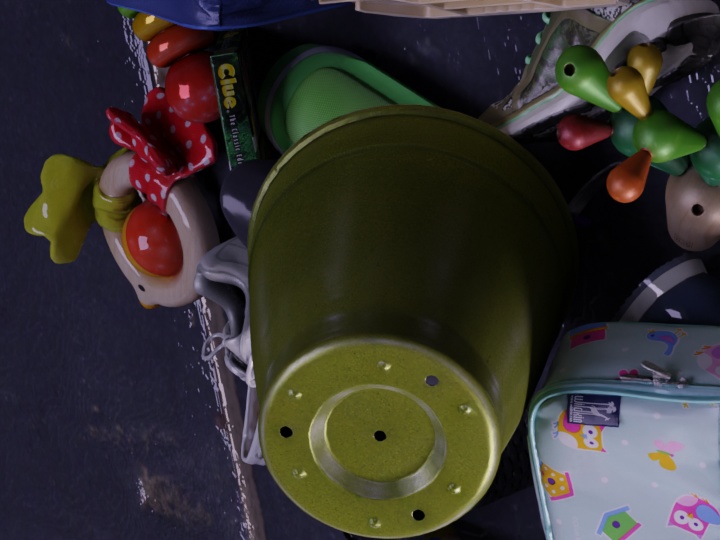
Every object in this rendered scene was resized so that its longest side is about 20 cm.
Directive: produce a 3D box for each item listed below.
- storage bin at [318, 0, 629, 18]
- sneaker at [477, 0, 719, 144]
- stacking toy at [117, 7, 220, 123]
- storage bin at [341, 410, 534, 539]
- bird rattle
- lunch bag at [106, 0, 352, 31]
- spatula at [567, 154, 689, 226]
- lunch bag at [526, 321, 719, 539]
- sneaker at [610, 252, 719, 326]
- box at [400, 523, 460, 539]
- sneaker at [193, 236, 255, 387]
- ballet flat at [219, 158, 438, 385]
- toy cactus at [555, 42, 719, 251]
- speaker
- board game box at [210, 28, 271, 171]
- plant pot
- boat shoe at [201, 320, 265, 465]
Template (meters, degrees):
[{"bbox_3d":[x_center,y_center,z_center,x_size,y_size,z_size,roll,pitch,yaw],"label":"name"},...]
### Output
[{"bbox_3d":[0.056,-0.247,1.169,0.198,0.093,0.202,5,94,57],"label":"storage bin"},{"bbox_3d":[0.130,-0.133,1.196,0.200,0.076,0.089,-33,65,51],"label":"sneaker"},{"bbox_3d":[-0.150,-0.204,1.555,0.085,0.085,0.201,-29,85,56],"label":"stacking toy"},{"bbox_3d":[0.024,0.073,1.412,0.135,0.093,0.202,-28,82,56],"label":"storage bin"},{"bbox_3d":[-0.161,-0.053,1.654,0.199,0.112,0.164,-23,97,44],"label":"bird rattle"},{"bbox_3d":[-0.096,-0.246,1.398,0.199,0.135,0.134,22,122,51],"label":"lunch bag"},{"bbox_3d":[0.145,-0.053,1.217,0.199,0.056,0.021,-26,59,47],"label":"spatula"},{"bbox_3d":[0.181,0.124,1.158,0.159,0.077,0.202,4,125,25],"label":"lunch bag"},{"bbox_3d":[0.170,0.085,1.225,0.082,0.070,0.201,50,143,26],"label":"sneaker"},{"bbox_3d":[0.033,0.295,1.400,0.200,0.121,0.195,-119,17,-79],"label":"box"},{"bbox_3d":[-0.040,0.064,1.347,0.201,0.081,0.075,60,143,16],"label":"sneaker"},{"bbox_3d":[0.000,0.000,1.295,0.200,0.073,0.073,40,147,-10],"label":"ballet flat"},{"bbox_3d":[0.189,-0.046,1.103,0.198,0.103,0.165,18,160,7],"label":"toy cactus"},{"bbox_3d":[0.018,-0.077,1.357,0.200,0.088,0.089,36,133,42],"label":"speaker"},{"bbox_3d":[-0.081,-0.109,1.447,0.200,0.023,0.106,-97,-1,-78],"label":"board game box"},{"bbox_3d":[0.019,0.040,1.164,0.193,0.198,0.202,-77,-7,-59],"label":"plant pot"},{"bbox_3d":[-0.073,0.058,1.538,0.075,0.085,0.204,-106,15,-56],"label":"boat shoe"}]
